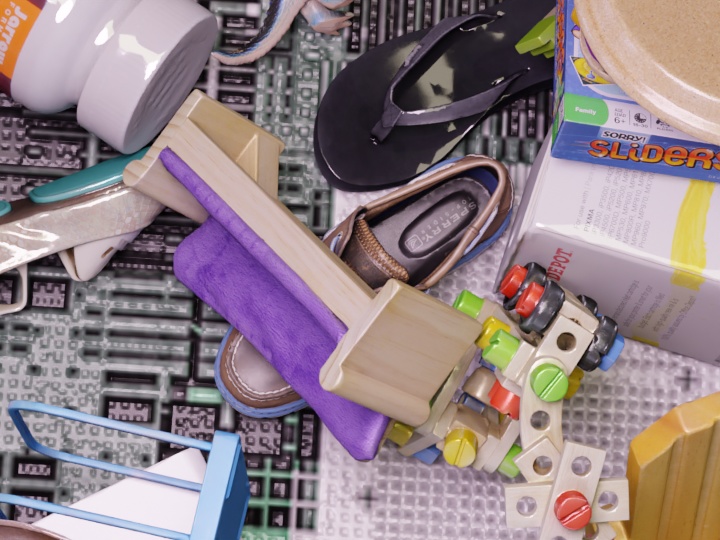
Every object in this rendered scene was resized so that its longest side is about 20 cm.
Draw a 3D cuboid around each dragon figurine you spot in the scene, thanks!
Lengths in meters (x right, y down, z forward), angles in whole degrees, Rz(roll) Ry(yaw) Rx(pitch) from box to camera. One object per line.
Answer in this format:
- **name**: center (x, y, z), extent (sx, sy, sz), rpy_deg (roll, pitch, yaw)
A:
- **dragon figurine**: center (-0.022, -0.192, 1.536), extent (0.200, 0.059, 0.100), rpy_deg (-34, 80, -12)

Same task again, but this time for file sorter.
- **file sorter**: center (-0.137, 0.180, 1.368), extent (0.122, 0.139, 0.201), rpy_deg (12, 75, 4)

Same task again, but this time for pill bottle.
- **pill bottle**: center (-0.184, -0.155, 1.486), extent (0.200, 0.110, 0.110), rpy_deg (34, 76, 9)

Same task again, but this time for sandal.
- **sandal**: center (0.058, -0.114, 1.529), extent (0.199, 0.043, 0.076), rpy_deg (-30, 79, -11)

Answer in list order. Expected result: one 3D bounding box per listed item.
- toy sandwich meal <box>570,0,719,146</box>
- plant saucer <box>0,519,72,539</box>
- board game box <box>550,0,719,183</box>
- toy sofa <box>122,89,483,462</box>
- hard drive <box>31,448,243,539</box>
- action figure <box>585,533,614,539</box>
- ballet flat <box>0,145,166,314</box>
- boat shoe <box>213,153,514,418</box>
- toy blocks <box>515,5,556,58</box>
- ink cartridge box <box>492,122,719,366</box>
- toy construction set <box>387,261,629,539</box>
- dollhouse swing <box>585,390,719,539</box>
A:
- **toy sandwich meal**: center (0.199, -0.126, 1.360), extent (0.204, 0.070, 0.206), rpy_deg (3, 57, -5)
- **plant saucer**: center (-0.180, 0.218, 1.274), extent (0.199, 0.032, 0.201), rpy_deg (-1, 75, 3)
- **board game box**: center (0.199, -0.107, 1.407), extent (0.199, 0.035, 0.136), rpy_deg (8, 57, -6)
- **toy sofa**: center (-0.040, 0.004, 1.406), extent (0.098, 0.083, 0.200), rpy_deg (-52, 52, 8)
- **hard drive**: center (-0.103, 0.212, 1.444), extent (0.131, 0.025, 0.201), rpy_deg (-25, 79, -9)
- **action figure**: center (0.092, 0.229, 1.388), extent (0.148, 0.134, 0.201), rpy_deg (27, 87, 14)
- **ballet flat**: center (-0.178, -0.015, 1.489), extent (0.199, 0.067, 0.063), rpy_deg (-17, 105, -4)
- **boat shoe**: center (0.000, 0.000, 1.480), extent (0.200, 0.072, 0.072), rpy_deg (-42, 82, -12)
- **toy blocks**: center (0.199, -0.135, 1.520), extent (0.200, 0.100, 0.137), rpy_deg (-44, 104, -28)
- **ink cartridge box**: center (0.182, -0.012, 1.458), extent (0.199, 0.145, 0.084), rpy_deg (16, 74, 0)
- **toy construction set**: center (0.080, 0.069, 1.398), extent (0.092, 0.200, 0.132), rpy_deg (30, 96, -23)
- **dollhouse swing**: center (0.236, 0.152, 1.405), extent (0.199, 0.176, 0.183), rpy_deg (-18, 77, -9)
